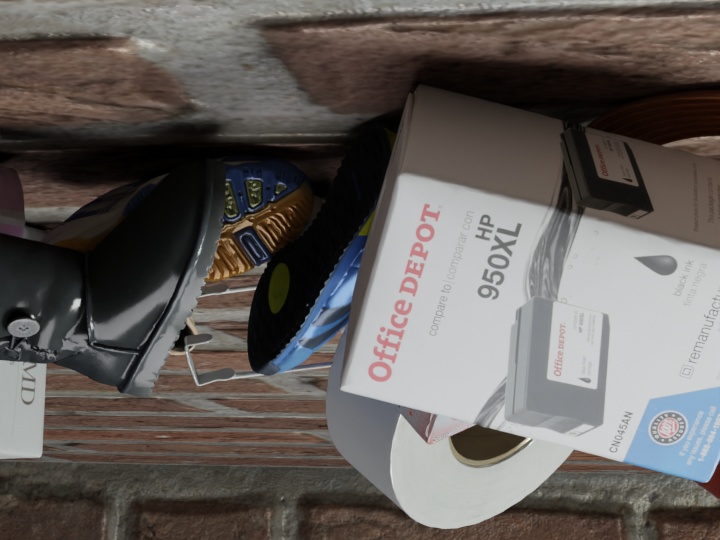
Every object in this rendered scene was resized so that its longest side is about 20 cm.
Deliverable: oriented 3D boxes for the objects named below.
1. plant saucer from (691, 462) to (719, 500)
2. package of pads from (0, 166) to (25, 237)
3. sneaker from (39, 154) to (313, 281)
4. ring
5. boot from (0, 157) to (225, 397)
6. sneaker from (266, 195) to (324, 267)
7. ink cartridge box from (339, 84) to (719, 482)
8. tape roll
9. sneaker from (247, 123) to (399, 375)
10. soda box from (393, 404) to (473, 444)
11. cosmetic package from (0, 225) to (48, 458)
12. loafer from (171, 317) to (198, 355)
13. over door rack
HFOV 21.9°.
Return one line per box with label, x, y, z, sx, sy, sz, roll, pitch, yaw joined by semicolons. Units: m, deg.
plant saucer;0.274;0.072;1.269;0.200;0.037;0.200;-23;-145;-25
package of pads;-0.309;-0.035;1.090;0.200;0.076;0.120;10;167;-36
sneaker;-0.117;-0.034;1.116;0.199;0.075;0.088;-18;-153;20
ring;0.203;-0.032;0.981;0.200;0.019;0.201;13;154;6
boot;-0.190;-0.012;1.022;0.199;0.066;0.165;15;122;-17
sneaker;0.000;-0.001;1.194;0.111;0.077;0.200;8;171;-6
ink cartridge box;0.101;0.008;0.933;0.199;0.084;0.145;14;126;-1
tape roll;0.075;0.063;1.190;0.202;0.203;0.071;14;-161;-48
sneaker;0.002;-0.002;1.047;0.078;0.066;0.200;11;136;-29
soda box;0.102;0.025;1.072;0.200;0.068;0.064;-21;144;-33
cosmetic package;-0.338;0.042;1.267;0.165;0.165;0.200;-6;168;35
loafer;-0.163;0.026;1.363;0.063;0.072;0.200;44;-177;11
over door rack;-0.027;0.047;1.313;0.199;0.067;0.148;3;-155;-8
